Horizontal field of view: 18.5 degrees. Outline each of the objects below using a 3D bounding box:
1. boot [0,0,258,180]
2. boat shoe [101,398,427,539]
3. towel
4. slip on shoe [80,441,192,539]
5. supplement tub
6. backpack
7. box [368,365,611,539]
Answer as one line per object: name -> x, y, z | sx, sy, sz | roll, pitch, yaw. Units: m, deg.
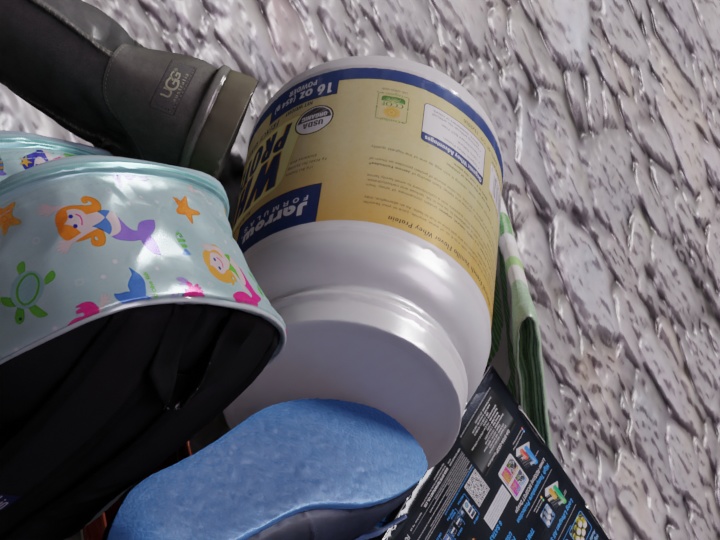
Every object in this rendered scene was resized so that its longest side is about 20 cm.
boot -> -0.150, -0.095, 1.012 | 0.199, 0.182, 0.073 | 24, 66, -4
boat shoe -> -0.053, 0.111, 1.022 | 0.199, 0.069, 0.084 | -10, 48, -45
towel -> 0.081, 0.023, 1.288 | 0.201, 0.023, 0.154 | -101, -178, -52
slip on shoe -> -0.112, 0.063, 1.064 | 0.073, 0.061, 0.202 | -5, 79, -22
supplement tub -> 0.000, 0.000, 1.157 | 0.145, 0.143, 0.201 | 53, 29, -33
backpack -> -0.138, 0.027, 0.944 | 0.177, 0.199, 0.152 | 8, 55, -52
box -> 0.056, 0.173, 1.159 | 0.159, 0.046, 0.200 | 54, 44, -20
